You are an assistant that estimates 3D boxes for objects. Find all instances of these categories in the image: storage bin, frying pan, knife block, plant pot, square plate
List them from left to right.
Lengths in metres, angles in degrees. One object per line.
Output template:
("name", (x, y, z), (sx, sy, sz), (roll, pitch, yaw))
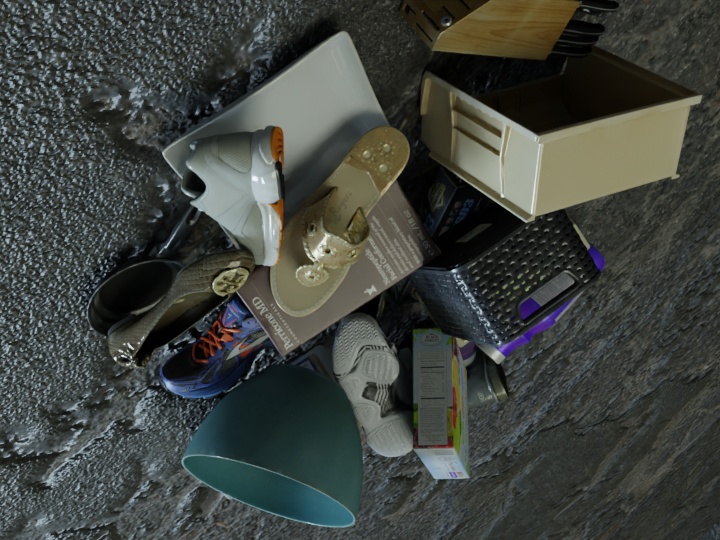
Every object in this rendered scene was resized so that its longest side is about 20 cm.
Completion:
("frying pan", (-0.215, 0.000, 1.053), (0.115, 0.031, 0.190), (-16, 143, -24))
("square plate", (-0.071, -0.120, 1.033), (0.198, 0.028, 0.200), (-33, 147, -1))
("plant pot", (-0.080, 0.184, 1.189), (0.200, 0.200, 0.135), (66, 39, -57))
("storage bin", (0.141, -0.002, 1.122), (0.135, 0.094, 0.200), (-34, -170, -11))
("knife block", (0.153, -0.241, 1.044), (0.200, 0.064, 0.176), (-34, 147, -2))
("storage bin", (0.192, -0.151, 1.080), (0.200, 0.199, 0.094), (-17, 126, -26))

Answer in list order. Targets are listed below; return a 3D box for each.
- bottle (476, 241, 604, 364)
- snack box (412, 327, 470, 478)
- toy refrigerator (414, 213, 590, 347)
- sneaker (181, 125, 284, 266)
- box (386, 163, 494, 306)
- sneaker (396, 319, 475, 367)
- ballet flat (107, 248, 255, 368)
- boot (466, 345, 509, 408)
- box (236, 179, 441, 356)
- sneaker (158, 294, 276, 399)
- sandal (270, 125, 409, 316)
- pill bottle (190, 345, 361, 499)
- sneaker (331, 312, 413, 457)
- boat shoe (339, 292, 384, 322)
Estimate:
("bottle", (0.234, 0.036, 1.431), (0.200, 0.084, 0.065), (-49, 161, 2))
("snack box", (0.099, 0.165, 1.298), (0.053, 0.143, 0.200), (-2, 159, 10))
("toy refrigerator", (0.171, 0.002, 1.282), (0.200, 0.070, 0.076), (-39, 148, 7))
("sneaker", (-0.116, -0.069, 0.987), (0.092, 0.076, 0.200), (2, 151, -2))
("box", (0.143, -0.051, 1.295), (0.198, 0.050, 0.200), (-9, 140, -33))
("sneaker", (0.069, 0.106, 1.425), (0.200, 0.076, 0.088), (-25, 138, -28))
("ballet flat", (-0.175, 0.041, 1.045), (0.200, 0.046, 0.067), (-33, 146, 27))
("boot", (0.104, 0.171, 1.512), (0.200, 0.073, 0.182), (-25, -174, 10))
("box", (-0.028, -0.012, 1.115), (0.200, 0.075, 0.100), (-33, 111, 3))
("sneaker", (-0.139, 0.067, 1.189), (0.200, 0.075, 0.079), (-34, 137, -14))
("sandal", (-0.023, -0.047, 1.031), (0.212, 0.078, 0.070), (-57, -174, 4))
("pill bottle", (-0.101, 0.190, 1.325), (0.200, 0.116, 0.116), (-32, 147, -4))
("sneaker", (0.017, 0.114, 1.268), (0.075, 0.115, 0.200), (-14, 121, 10))
("boat shoe", (0.000, 0.000, 1.221), (0.072, 0.061, 0.201), (-23, 146, -19))
